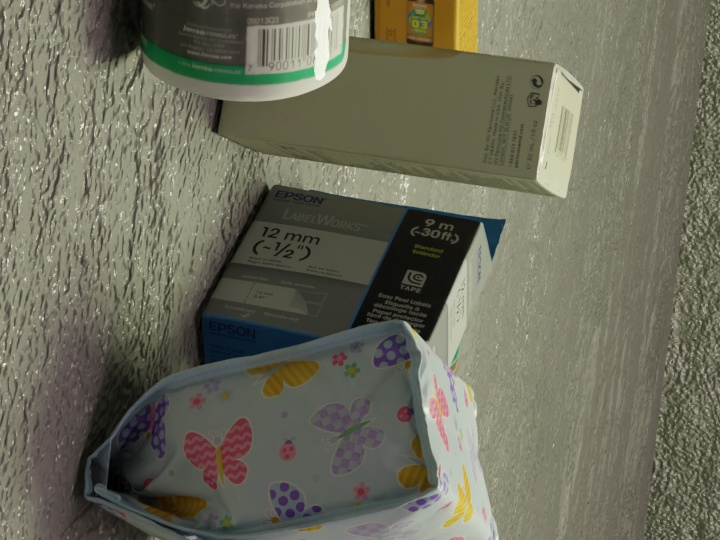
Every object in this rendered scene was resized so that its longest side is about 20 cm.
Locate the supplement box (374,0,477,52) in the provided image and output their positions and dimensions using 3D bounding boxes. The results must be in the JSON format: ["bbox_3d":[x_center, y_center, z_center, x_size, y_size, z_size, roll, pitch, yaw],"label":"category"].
[{"bbox_3d":[0.048,-0.173,1.825,0.069,0.066,0.201,-63,158,-48],"label":"supplement box"}]

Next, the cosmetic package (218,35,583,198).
[{"bbox_3d":[0.026,-0.096,1.528,0.105,0.198,0.072,17,83,-76],"label":"cosmetic package"}]

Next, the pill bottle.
[{"bbox_3d":[-0.058,-0.199,1.313,0.113,0.112,0.202,-54,150,-59],"label":"pill bottle"}]

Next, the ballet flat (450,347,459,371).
[{"bbox_3d":[0.020,0.085,1.933,0.063,0.068,0.200,-55,172,21],"label":"ballet flat"}]

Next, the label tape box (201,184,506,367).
[{"bbox_3d":[0.000,0.000,1.604,0.201,0.142,0.066,-65,159,-45],"label":"label tape box"}]

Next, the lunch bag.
[{"bbox_3d":[-0.037,0.118,1.436,0.170,0.198,0.128,49,31,-69],"label":"lunch bag"}]
